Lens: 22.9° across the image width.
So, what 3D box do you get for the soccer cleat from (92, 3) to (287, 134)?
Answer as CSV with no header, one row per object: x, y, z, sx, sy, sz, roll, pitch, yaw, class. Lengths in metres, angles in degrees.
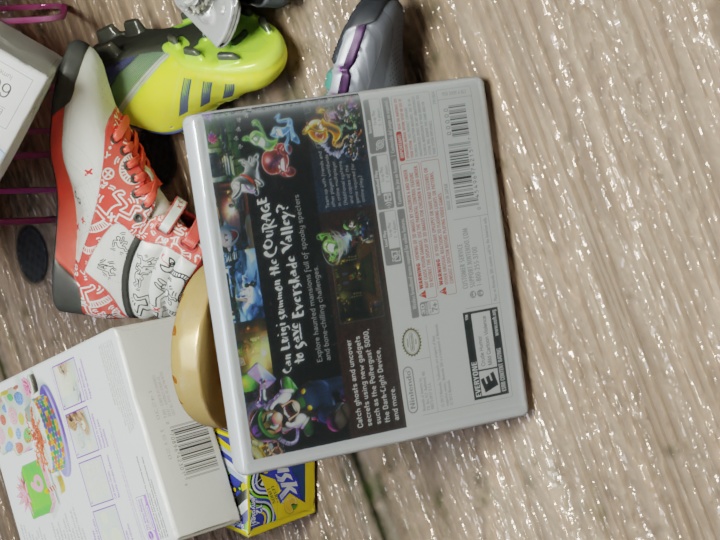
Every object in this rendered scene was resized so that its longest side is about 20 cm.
-0.114,-0.130,1.209,0.199,0.065,0.084,2,130,44,soccer cleat

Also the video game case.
0.000,0.000,1.011,0.023,0.180,0.202,-178,79,-68,video game case

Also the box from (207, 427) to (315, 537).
-0.119,0.122,1.254,0.199,0.064,0.071,13,108,45,box

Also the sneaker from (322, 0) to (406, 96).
0.022,-0.064,1.071,0.087,0.074,0.202,17,114,18,sneaker

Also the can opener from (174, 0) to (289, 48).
-0.116,-0.208,1.188,0.200,0.066,0.053,44,126,44,can opener

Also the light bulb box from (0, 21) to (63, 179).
-0.329,-0.096,1.164,0.201,0.197,0.125,-59,10,8,light bulb box

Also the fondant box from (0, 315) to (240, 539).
-0.178,0.127,1.230,0.199,0.058,0.145,-23,82,47,fondant box

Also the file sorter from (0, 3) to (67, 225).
-0.274,-0.138,1.298,0.139,0.124,0.202,-122,30,-75,file sorter

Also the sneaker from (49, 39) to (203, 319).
-0.154,-0.058,1.221,0.107,0.067,0.203,7,116,4,sneaker

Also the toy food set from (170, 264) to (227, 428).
-0.064,0.016,1.093,0.048,0.198,0.202,-1,68,11,toy food set
